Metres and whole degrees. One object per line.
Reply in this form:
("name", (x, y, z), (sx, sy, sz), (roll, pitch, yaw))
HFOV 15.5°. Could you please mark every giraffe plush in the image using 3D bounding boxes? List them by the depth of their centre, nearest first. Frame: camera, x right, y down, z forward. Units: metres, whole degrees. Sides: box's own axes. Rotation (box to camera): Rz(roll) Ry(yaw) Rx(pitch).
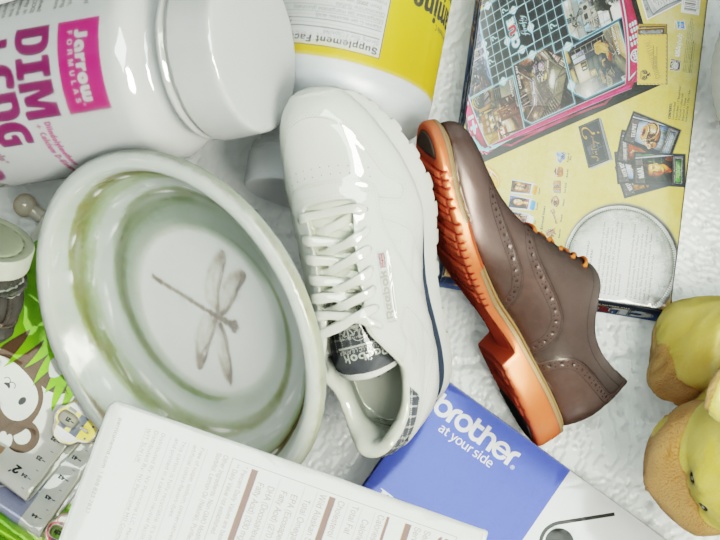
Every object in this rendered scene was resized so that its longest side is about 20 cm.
("giraffe plush", (0.219, 0.091, 1.400), (0.173, 0.200, 0.162), (46, 42, 2))

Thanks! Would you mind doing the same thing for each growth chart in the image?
("growth chart", (-0.183, 0.068, 1.489), (0.144, 0.018, 0.201), (25, 78, 1))

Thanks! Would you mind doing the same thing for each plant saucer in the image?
("plant saucer", (-0.088, 0.024, 1.422), (0.200, 0.200, 0.050), (52, 43, 6))

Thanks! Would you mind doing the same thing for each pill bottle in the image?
("pill bottle", (-0.144, -0.109, 1.434), (0.199, 0.113, 0.114), (-7, 78, 26))
("pill bottle", (-0.007, -0.136, 1.492), (0.111, 0.112, 0.201), (12, 79, -2))

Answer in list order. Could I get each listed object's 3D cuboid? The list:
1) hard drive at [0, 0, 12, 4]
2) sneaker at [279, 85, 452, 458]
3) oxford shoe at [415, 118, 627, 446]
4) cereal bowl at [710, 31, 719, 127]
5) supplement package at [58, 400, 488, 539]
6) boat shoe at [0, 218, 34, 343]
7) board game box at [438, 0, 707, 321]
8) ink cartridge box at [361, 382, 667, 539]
("hard drive", (-0.177, -0.200, 1.435), (0.199, 0.026, 0.132), (-13, 47, 20))
("sneaker", (0.000, 0.000, 1.405), (0.076, 0.081, 0.201), (-9, 111, 25))
("oxford shoe", (0.087, -0.004, 1.461), (0.072, 0.071, 0.201), (-27, 115, -6))
("cereal bowl", (0.280, -0.074, 1.487), (0.199, 0.084, 0.201), (20, 36, -15))
("supplement package", (-0.051, 0.158, 1.334), (0.199, 0.117, 0.118), (20, 77, 0))
("boat shoe", (-0.279, -0.016, 1.470), (0.200, 0.072, 0.061), (20, 118, 13))
("board game box", (0.124, -0.080, 1.530), (0.135, 0.035, 0.201), (9, 79, -2))
("ink cartridge box", (0.097, 0.157, 1.479), (0.200, 0.044, 0.094), (35, 77, 3))
